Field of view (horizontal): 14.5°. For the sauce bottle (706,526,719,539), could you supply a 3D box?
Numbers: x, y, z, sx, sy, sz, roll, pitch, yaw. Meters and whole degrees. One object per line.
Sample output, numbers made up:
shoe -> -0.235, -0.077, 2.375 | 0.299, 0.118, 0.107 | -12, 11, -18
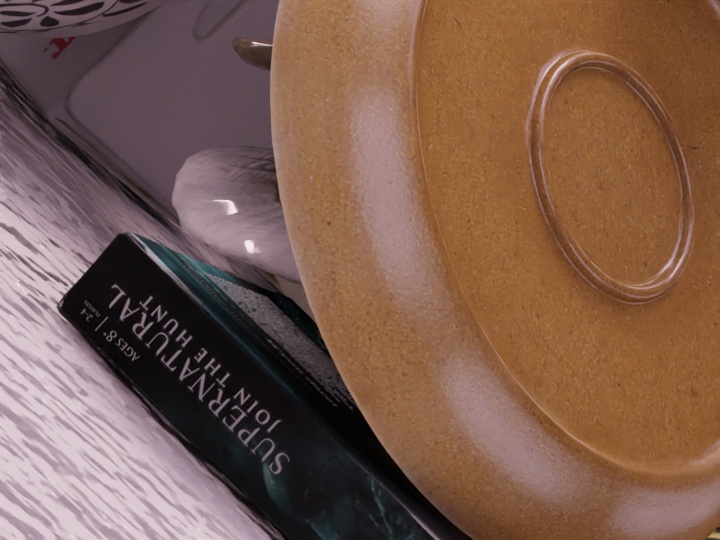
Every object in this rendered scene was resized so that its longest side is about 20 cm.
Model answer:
sauce bottle -> 0.087, 0.093, 0.852 | 0.066, 0.066, 0.200 | 39, 7, -36

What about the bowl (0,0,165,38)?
bowl -> -0.096, -0.133, 0.858 | 0.201, 0.201, 0.094 | 47, -21, 39

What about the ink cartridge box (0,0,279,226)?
ink cartridge box -> -0.074, -0.129, 0.988 | 0.084, 0.146, 0.200 | 42, 5, -44

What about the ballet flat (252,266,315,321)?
ballet flat -> 0.000, 0.000, 0.955 | 0.070, 0.067, 0.200 | 30, 9, -24

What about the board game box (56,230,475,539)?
board game box -> 0.021, 0.074, 0.713 | 0.200, 0.028, 0.135 | 44, 5, 17

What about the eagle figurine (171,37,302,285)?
eagle figurine -> 0.052, -0.019, 0.835 | 0.151, 0.152, 0.200 | 0, -38, 27

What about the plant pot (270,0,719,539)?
plant pot -> 0.057, -0.022, 0.717 | 0.200, 0.027, 0.200 | 20, 62, -44
